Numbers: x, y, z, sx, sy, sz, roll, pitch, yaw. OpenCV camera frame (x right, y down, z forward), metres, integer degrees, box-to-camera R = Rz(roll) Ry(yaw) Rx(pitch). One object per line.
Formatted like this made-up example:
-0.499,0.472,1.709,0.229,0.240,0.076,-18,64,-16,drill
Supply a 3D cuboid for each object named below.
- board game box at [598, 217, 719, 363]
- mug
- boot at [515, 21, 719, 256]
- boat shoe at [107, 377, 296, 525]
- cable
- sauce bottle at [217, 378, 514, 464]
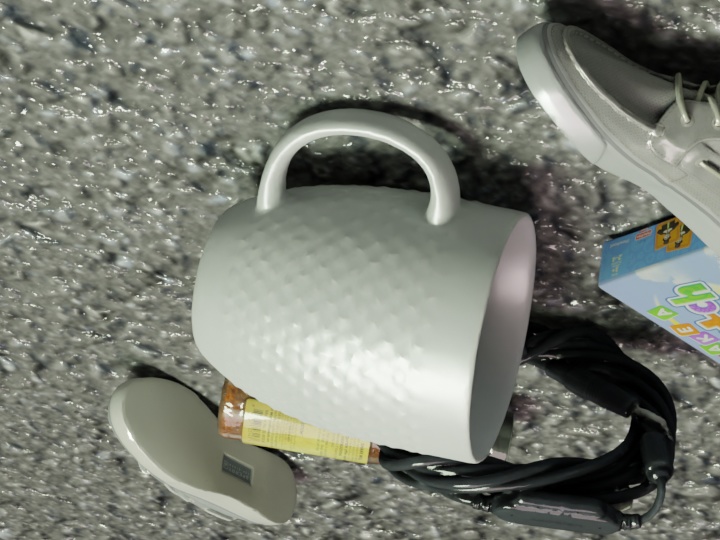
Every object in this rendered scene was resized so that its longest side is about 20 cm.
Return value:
0.261,0.002,1.224,0.151,0.037,0.200,30,147,-32,board game box
0.000,0.000,1.225,0.175,0.148,0.200,11,122,14,mug
0.175,-0.082,1.084,0.096,0.074,0.200,-34,130,31,boot
-0.128,0.137,1.579,0.068,0.072,0.200,-11,154,34,boat shoe
0.095,0.086,1.311,0.200,0.163,0.051,7,132,5,cable
0.004,0.102,1.463,0.200,0.066,0.066,12,152,2,sauce bottle
